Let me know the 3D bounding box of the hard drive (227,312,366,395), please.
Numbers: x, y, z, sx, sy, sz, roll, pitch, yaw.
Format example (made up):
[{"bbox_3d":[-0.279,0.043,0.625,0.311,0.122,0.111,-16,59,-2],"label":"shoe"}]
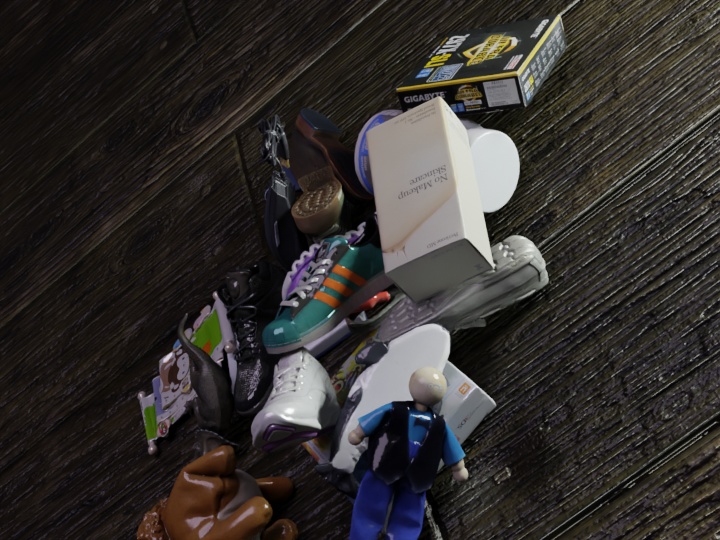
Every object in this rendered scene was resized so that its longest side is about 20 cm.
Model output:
[{"bbox_3d":[-0.085,0.073,1.639,0.199,0.025,0.133,-36,38,17],"label":"hard drive"}]

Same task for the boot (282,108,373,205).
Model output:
[{"bbox_3d":[-0.047,-0.127,1.770,0.098,0.074,0.201,-60,40,26],"label":"boot"}]

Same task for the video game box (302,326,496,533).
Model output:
[{"bbox_3d":[0.030,0.161,1.426,0.182,0.047,0.200,-47,36,-4],"label":"video game box"}]

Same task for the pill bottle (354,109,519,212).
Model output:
[{"bbox_3d":[0.092,-0.131,1.571,0.199,0.114,0.115,15,68,51],"label":"pill bottle"}]

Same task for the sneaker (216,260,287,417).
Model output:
[{"bbox_3d":[-0.136,0.073,1.576,0.075,0.114,0.202,-13,51,40],"label":"sneaker"}]

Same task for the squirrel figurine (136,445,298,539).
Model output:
[{"bbox_3d":[-0.159,0.322,1.405,0.198,0.142,0.189,-26,55,11],"label":"squirrel figurine"}]

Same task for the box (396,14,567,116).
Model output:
[{"bbox_3d":[0.151,-0.248,1.583,0.157,0.050,0.200,-6,27,29],"label":"box"}]

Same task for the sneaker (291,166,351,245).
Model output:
[{"bbox_3d":[-0.039,-0.062,1.618,0.066,0.091,0.201,-21,18,5],"label":"sneaker"}]

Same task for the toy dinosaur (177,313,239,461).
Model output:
[{"bbox_3d":[-0.180,0.150,1.580,0.102,0.076,0.203,-142,50,-59],"label":"toy dinosaur"}]

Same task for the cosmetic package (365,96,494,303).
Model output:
[{"bbox_3d":[0.073,-0.079,1.416,0.102,0.073,0.202,-24,50,20],"label":"cosmetic package"}]

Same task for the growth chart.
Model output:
[{"bbox_3d":[-0.232,0.132,1.724,0.201,0.018,0.145,-51,34,11],"label":"growth chart"}]

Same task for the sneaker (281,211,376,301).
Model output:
[{"bbox_3d":[0.000,0.000,1.554,0.199,0.081,0.089,-32,53,-11],"label":"sneaker"}]

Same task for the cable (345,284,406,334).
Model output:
[{"bbox_3d":[0.049,0.014,1.482,0.197,0.051,0.098,-11,54,8],"label":"cable"}]

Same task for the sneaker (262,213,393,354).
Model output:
[{"bbox_3d":[-0.038,0.012,1.415,0.199,0.081,0.071,-37,17,-26],"label":"sneaker"}]

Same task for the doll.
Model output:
[{"bbox_3d":[0.048,0.197,1.311,0.048,0.134,0.203,-175,100,-75],"label":"doll"}]

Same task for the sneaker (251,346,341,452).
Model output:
[{"bbox_3d":[-0.076,0.133,1.356,0.074,0.200,0.101,-17,86,11],"label":"sneaker"}]

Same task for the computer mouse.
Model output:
[{"bbox_3d":[-0.105,-0.094,1.639,0.045,0.202,0.141,-11,30,5],"label":"computer mouse"}]

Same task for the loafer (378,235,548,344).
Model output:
[{"bbox_3d":[0.114,0.038,1.414,0.198,0.070,0.070,-28,30,10],"label":"loafer"}]

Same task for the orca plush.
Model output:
[{"bbox_3d":[0.029,0.147,1.373,0.071,0.104,0.203,89,-157,-79],"label":"orca plush"}]
